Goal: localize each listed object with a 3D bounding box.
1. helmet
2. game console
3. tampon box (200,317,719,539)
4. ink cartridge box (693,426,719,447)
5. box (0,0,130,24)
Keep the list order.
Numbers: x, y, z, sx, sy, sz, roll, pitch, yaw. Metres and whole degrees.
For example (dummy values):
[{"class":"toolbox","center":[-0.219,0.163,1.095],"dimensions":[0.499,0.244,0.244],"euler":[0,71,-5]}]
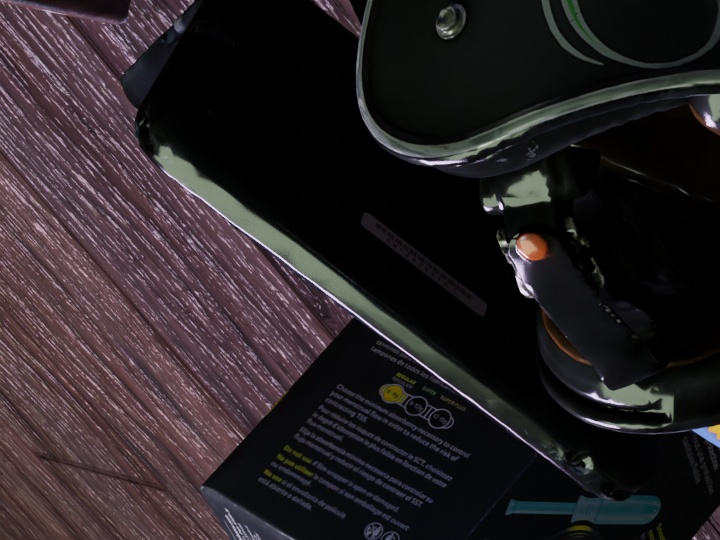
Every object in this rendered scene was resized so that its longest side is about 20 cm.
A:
[{"class":"helmet","center":[0.091,-0.071,0.749],"dimensions":[0.200,0.191,0.200],"euler":[2,138,1]},{"class":"game console","center":[0.000,0.000,0.865],"dimensions":[0.200,0.176,0.116],"euler":[36,123,-10]},{"class":"tampon box","center":[0.057,0.089,1.120],"dimensions":[0.126,0.200,0.150],"euler":[27,154,36]},{"class":"ink cartridge box","center":[0.162,0.012,0.916],"dimensions":[0.200,0.076,0.136],"euler":[31,153,3]},{"class":"box","center":[-0.115,-0.192,0.861],"dimensions":[0.075,0.200,0.100],"euler":[6,-174,-44]}]
